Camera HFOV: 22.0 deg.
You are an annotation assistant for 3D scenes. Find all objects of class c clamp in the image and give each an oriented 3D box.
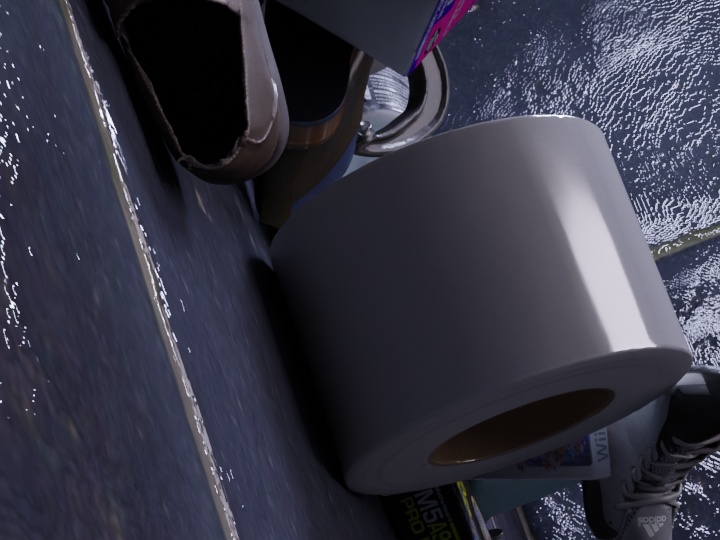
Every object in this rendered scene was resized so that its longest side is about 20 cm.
[{"bbox_3d":[-0.023,-0.149,1.146,0.200,0.027,0.171,55,46,-17],"label":"c clamp"}]

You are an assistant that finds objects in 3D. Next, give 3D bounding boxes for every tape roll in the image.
[{"bbox_3d":[0.065,0.023,1.012,0.203,0.202,0.140,56,13,-71],"label":"tape roll"}]

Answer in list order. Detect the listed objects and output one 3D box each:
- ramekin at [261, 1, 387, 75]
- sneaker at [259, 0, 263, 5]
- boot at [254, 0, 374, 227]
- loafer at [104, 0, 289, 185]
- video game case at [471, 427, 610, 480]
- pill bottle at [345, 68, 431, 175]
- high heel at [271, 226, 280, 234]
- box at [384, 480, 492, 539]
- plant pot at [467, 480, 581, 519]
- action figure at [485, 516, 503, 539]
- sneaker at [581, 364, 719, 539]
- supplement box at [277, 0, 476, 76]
[{"bbox_3d":[-0.016,-0.242,1.345,0.105,0.200,0.201,53,13,-40],"label":"ramekin"},{"bbox_3d":[-0.094,-0.237,1.018,0.079,0.075,0.201,161,-91,-84],"label":"sneaker"},{"bbox_3d":[-0.026,-0.118,1.074,0.097,0.074,0.200,103,7,-46],"label":"boot"},{"bbox_3d":[-0.078,-0.130,0.784,0.071,0.073,0.201,-90,158,-77],"label":"loafer"},{"bbox_3d":[0.096,0.030,1.157,0.143,0.018,0.201,-10,-95,57],"label":"video game case"},{"bbox_3d":[-0.013,-0.141,1.456,0.200,0.106,0.106,-106,174,-47],"label":"pill bottle"},{"bbox_3d":[0.000,0.000,1.158,0.200,0.071,0.143,52,12,-35],"label":"high heel"},{"bbox_3d":[0.050,0.155,1.231,0.160,0.044,0.201,-97,165,-71],"label":"box"},{"bbox_3d":[0.124,0.042,1.359,0.200,0.196,0.196,92,-23,-65],"label":"plant pot"},{"bbox_3d":[0.115,0.285,1.423,0.118,0.054,0.201,-107,179,-73],"label":"action figure"},{"bbox_3d":[0.187,0.118,1.096,0.200,0.075,0.116,160,-66,-70],"label":"sneaker"},{"bbox_3d":[0.041,-0.213,1.047,0.200,0.103,0.101,-53,171,-48],"label":"supplement box"}]
